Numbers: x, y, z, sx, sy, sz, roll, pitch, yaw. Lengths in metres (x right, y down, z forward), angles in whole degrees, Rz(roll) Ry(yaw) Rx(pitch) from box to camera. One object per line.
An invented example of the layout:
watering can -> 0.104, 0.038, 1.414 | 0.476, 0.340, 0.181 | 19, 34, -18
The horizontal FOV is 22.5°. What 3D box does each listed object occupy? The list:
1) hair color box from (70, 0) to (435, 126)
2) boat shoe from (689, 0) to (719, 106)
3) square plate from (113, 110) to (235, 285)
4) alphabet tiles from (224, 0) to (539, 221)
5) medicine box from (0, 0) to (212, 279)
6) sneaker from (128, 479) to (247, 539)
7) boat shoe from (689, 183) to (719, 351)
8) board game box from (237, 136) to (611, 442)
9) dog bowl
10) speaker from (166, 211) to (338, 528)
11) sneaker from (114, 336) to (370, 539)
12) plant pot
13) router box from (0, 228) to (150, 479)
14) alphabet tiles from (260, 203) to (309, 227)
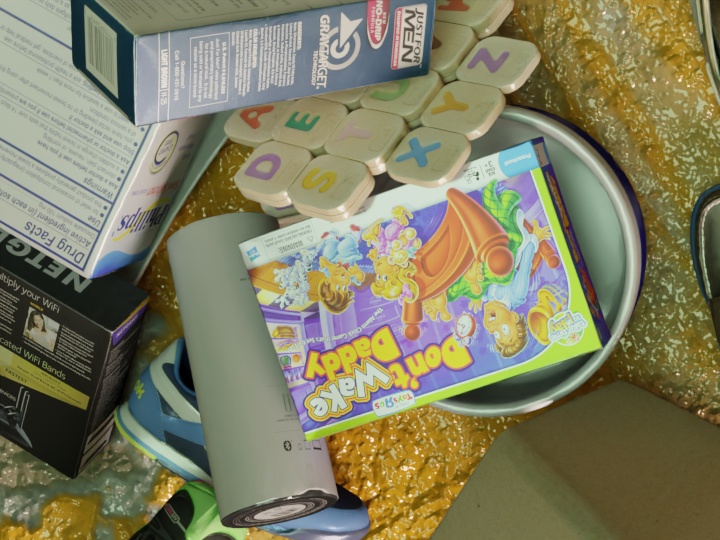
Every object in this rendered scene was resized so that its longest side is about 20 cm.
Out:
hair color box -> -0.064, -0.146, 1.096 | 0.100, 0.200, 0.061 | 43, 138, 48
boat shoe -> 0.255, -0.116, 1.141 | 0.075, 0.068, 0.200 | -27, 90, 18
square plate -> -0.196, -0.107, 1.291 | 0.198, 0.028, 0.200 | 36, 105, 8
alphabet tiles -> 0.009, -0.116, 1.157 | 0.195, 0.015, 0.200 | 17, 62, 42
medicine box -> -0.200, -0.126, 1.221 | 0.182, 0.103, 0.200 | 30, 104, 10
sneaker -> -0.146, 0.217, 1.266 | 0.077, 0.084, 0.200 | 39, 139, 9
boat shoe -> 0.263, 0.040, 1.157 | 0.072, 0.072, 0.200 | -20, 92, 17
board game box -> 0.040, 0.012, 1.134 | 0.200, 0.045, 0.135 | -19, 92, 16
dog bowl -> 0.085, -0.010, 1.184 | 0.200, 0.079, 0.201 | 2, 97, 14
speaker -> -0.073, 0.064, 1.205 | 0.081, 0.081, 0.200 | -19, 72, 17
sneaker -> -0.075, 0.121, 1.265 | 0.200, 0.074, 0.082 | 30, 102, 9
plant pot -> 0.156, 0.187, 1.134 | 0.177, 0.200, 0.200 | 48, 131, 24
router box -> -0.258, 0.036, 1.282 | 0.200, 0.052, 0.157 | 30, 132, 9
alphabet tiles -> 0.000, 0.000, 1.257 | 0.200, 0.015, 0.196 | -13, 94, 16
